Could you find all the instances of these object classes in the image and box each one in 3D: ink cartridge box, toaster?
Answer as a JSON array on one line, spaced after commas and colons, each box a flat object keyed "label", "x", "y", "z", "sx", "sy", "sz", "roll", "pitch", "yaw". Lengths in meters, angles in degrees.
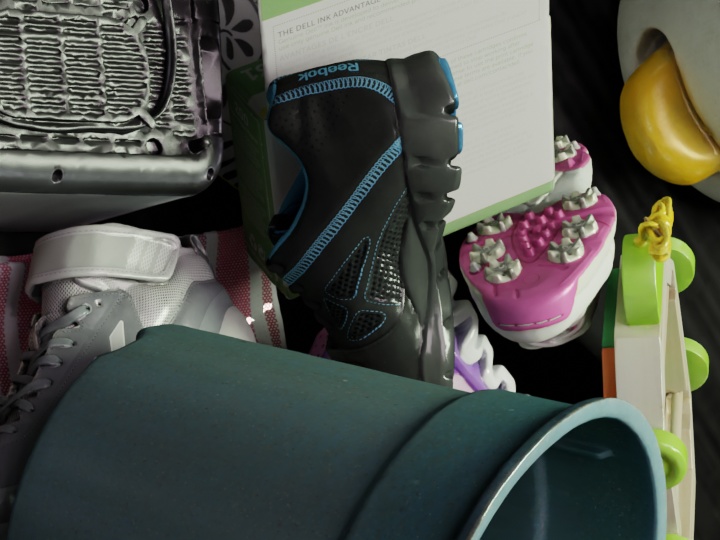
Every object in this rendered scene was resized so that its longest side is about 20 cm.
[{"label": "ink cartridge box", "x": 0.014, "y": -0.097, "z": 1.030, "sx": 0.145, "sy": 0.048, "sz": 0.201, "roll": -22, "pitch": 132, "yaw": -19}, {"label": "toaster", "x": -0.150, "y": -0.113, "z": 0.979, "sx": 0.199, "sy": 0.118, "sz": 0.182, "roll": -1, "pitch": 81, "yaw": -38}]

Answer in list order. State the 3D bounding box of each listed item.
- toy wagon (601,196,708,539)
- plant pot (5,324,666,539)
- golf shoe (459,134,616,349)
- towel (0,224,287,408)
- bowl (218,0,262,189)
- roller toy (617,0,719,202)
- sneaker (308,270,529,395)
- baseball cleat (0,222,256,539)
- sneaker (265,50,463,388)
[{"label": "toy wagon", "x": 0.143, "y": 0.051, "z": 1.162, "sx": 0.156, "sy": 0.039, "sz": 0.201, "roll": -79, "pitch": 160, "yaw": -50}, {"label": "plant pot", "x": -0.016, "y": 0.116, "z": 0.898, "sx": 0.200, "sy": 0.195, "sz": 0.201, "roll": -37, "pitch": 137, "yaw": -46}, {"label": "golf shoe", "x": 0.091, "y": 0.003, "z": 1.129, "sx": 0.200, "sy": 0.075, "sz": 0.092, "roll": -74, "pitch": 151, "yaw": -69}, {"label": "towel", "x": -0.104, "y": 0.059, "z": 1.036, "sx": 0.199, "sy": 0.030, "sz": 0.147, "roll": -9, "pitch": 87, "yaw": -40}, {"label": "bowl", "x": 0.000, "y": -0.132, "z": 1.118, "sx": 0.200, "sy": 0.094, "sz": 0.202, "roll": 10, "pitch": 74, "yaw": -38}, {"label": "roller toy", "x": 0.236, "y": -0.125, "z": 1.275, "sx": 0.182, "sy": 0.140, "sz": 0.201, "roll": 20, "pitch": 70, "yaw": -22}, {"label": "sneaker", "x": 0.042, "y": 0.085, "z": 1.122, "sx": 0.200, "sy": 0.080, "sz": 0.089, "roll": 50, "pitch": 64, "yaw": -17}, {"label": "baseball cleat", "x": -0.127, "y": 0.046, "z": 0.969, "sx": 0.200, "sy": 0.070, "sz": 0.107, "roll": -34, "pitch": 99, "yaw": -48}, {"label": "sneaker", "x": 0.000, "y": 0.000, "z": 1.015, "sx": 0.081, "sy": 0.073, "sz": 0.201, "roll": -2, "pitch": 117, "yaw": -3}]
